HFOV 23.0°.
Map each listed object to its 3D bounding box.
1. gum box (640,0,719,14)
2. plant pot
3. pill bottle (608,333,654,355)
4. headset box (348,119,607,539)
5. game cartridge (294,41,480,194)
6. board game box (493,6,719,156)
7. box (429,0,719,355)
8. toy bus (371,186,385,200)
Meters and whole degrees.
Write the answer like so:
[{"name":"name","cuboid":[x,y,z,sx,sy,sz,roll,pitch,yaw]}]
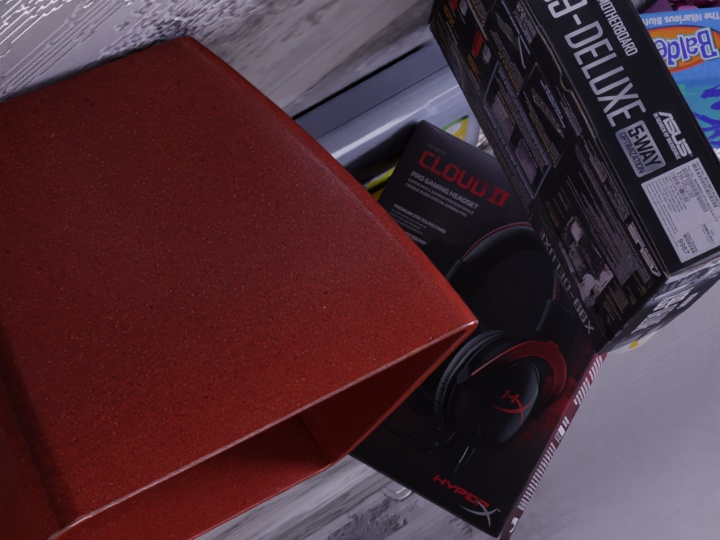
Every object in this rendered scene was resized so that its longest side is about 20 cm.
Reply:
[{"name":"gum box","cuboid":[0.232,-0.138,1.241,0.113,0.067,0.199,-38,167,35]},{"name":"plant pot","cuboid":[-0.100,0.020,0.770,0.199,0.177,0.200,-24,167,-27]},{"name":"pill bottle","cuboid":[0.190,-0.002,1.338,0.111,0.113,0.200,-28,165,-13]},{"name":"headset box","cuboid":[0.062,0.025,0.974,0.201,0.148,0.075,-60,168,-4]},{"name":"game cartridge","cuboid":[0.009,-0.067,1.052,0.132,0.041,0.200,-26,168,-5]},{"name":"board game box","cuboid":[0.175,-0.109,1.057,0.198,0.046,0.152,-5,168,5]},{"name":"box","cuboid":[0.104,-0.071,0.849,0.049,0.201,0.158,-24,167,-10]},{"name":"toy bus","cuboid":[0.000,0.000,1.067,0.199,0.065,0.078,-30,168,-1]}]
